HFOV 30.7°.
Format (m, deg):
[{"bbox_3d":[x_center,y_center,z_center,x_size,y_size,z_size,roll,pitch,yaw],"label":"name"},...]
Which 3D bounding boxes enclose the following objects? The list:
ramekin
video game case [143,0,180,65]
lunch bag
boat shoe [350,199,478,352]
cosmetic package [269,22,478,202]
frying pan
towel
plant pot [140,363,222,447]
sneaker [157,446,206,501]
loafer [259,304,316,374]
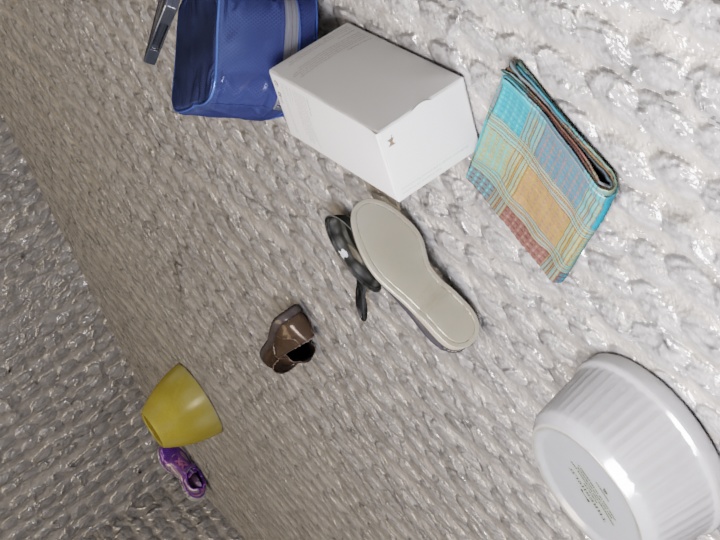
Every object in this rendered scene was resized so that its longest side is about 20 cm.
[{"bbox_3d":[0.249,0.187,1.251,0.203,0.094,0.203,48,159,25],"label":"ramekin"},{"bbox_3d":[-0.221,-0.341,1.550,0.019,0.144,0.200,14,167,-13],"label":"video game case"},{"bbox_3d":[-0.120,-0.231,1.418,0.200,0.131,0.137,-170,84,-68],"label":"lunch bag"},{"bbox_3d":[0.052,0.011,1.476,0.200,0.072,0.063,51,161,3],"label":"boat shoe"},{"bbox_3d":[0.011,-0.159,1.273,0.200,0.107,0.085,38,154,47],"label":"cosmetic package"},{"bbox_3d":[0.009,0.005,1.658,0.115,0.031,0.191,32,153,52],"label":"frying pan"},{"bbox_3d":[0.156,-0.080,1.168,0.147,0.022,0.200,53,161,15],"label":"towel"},{"bbox_3d":[-0.450,0.349,3.196,0.200,0.141,0.201,48,159,25],"label":"plant pot"},{"bbox_3d":[-0.519,0.586,3.869,0.201,0.080,0.088,51,154,3],"label":"sneaker"},{"bbox_3d":[-0.112,0.127,2.093,0.071,0.073,0.200,51,161,15],"label":"loafer"}]
